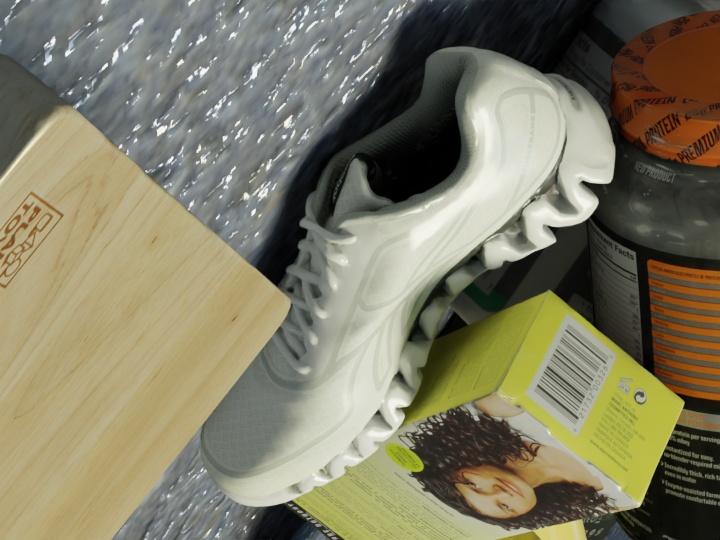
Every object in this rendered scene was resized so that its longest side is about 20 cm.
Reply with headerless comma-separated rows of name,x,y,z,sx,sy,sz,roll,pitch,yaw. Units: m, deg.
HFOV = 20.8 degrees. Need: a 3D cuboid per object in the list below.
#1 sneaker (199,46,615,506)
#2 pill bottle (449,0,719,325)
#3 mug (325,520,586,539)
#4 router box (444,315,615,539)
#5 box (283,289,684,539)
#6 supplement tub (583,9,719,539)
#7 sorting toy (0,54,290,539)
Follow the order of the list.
sneaker,0.000,0.000,0.707,0.200,0.075,0.081,-51,142,13
pill bottle,0.126,-0.050,0.853,0.200,0.113,0.113,-55,165,13
mug,0.060,0.142,0.934,0.149,0.186,0.154,-19,108,-46
router box,0.102,0.084,1.087,0.199,0.062,0.150,2,127,-50
box,0.035,0.069,0.774,0.200,0.075,0.050,-28,-153,59
supplement tub,0.149,0.010,0.753,0.122,0.122,0.201,-38,132,-41
sorting toy,-0.121,0.048,0.432,0.200,0.069,0.199,-52,165,-3
